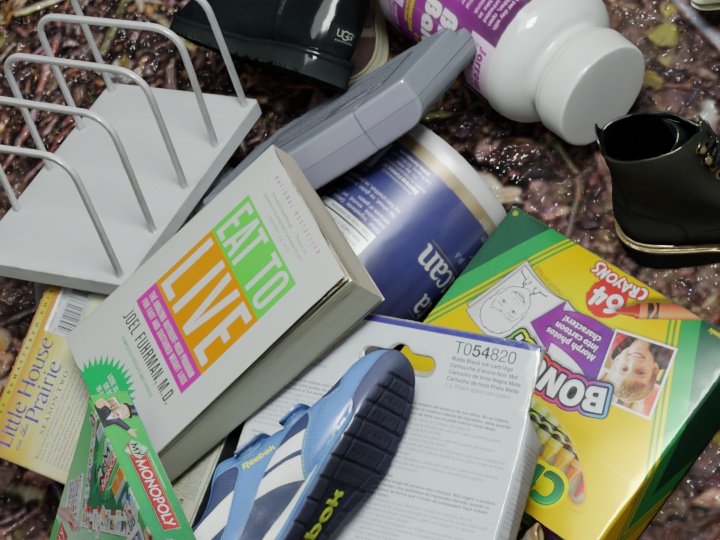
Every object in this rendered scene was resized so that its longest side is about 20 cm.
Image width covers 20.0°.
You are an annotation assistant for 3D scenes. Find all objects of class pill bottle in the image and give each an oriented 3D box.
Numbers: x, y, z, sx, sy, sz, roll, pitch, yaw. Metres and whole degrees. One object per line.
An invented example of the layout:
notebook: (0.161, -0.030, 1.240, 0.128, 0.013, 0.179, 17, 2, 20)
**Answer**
pill bottle: (0.000, 0.000, 1.433, 0.200, 0.111, 0.111, -45, 57, -6)
pill bottle: (0.111, -0.178, 1.487, 0.112, 0.112, 0.200, -43, 56, -6)

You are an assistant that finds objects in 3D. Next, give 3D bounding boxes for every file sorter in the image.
file sorter: (-0.189, -0.102, 1.454, 0.138, 0.125, 0.201, 9, 48, 29)

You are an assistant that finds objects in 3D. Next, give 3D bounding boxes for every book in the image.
book: (-0.095, 0.030, 1.343, 0.200, 0.048, 0.134, -42, 53, 14)

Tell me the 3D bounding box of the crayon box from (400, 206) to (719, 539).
crayon box: (0.132, 0.079, 1.370, 0.199, 0.058, 0.173, 32, 77, 31)

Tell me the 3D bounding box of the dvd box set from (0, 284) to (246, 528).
dvd box set: (-0.158, 0.088, 1.402, 0.199, 0.029, 0.147, 16, 80, 34)

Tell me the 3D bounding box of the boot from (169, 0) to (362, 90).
boot: (-0.049, -0.232, 1.518, 0.199, 0.076, 0.169, 20, 91, 50)

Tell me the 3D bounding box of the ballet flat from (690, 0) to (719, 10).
ballet flat: (0.281, -0.189, 1.449, 0.075, 0.068, 0.200, -22, 55, -23)

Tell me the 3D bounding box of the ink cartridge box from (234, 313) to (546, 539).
ink cartridge box: (0.011, 0.131, 1.297, 0.198, 0.041, 0.202, 10, 76, 27)

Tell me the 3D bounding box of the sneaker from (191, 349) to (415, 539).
sneaker: (-0.044, 0.124, 1.259, 0.082, 0.074, 0.200, 36, 87, 33)

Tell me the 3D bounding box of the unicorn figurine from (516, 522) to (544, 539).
unicorn figurine: (0.055, 0.200, 1.320, 0.136, 0.074, 0.202, -13, 65, 27)

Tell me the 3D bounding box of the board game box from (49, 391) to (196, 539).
board game box: (-0.159, 0.195, 1.315, 0.029, 0.201, 0.135, -7, 48, -28)

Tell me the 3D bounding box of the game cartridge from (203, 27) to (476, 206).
game cartridge: (-0.017, -0.096, 1.441, 0.199, 0.041, 0.133, -29, 9, 35)

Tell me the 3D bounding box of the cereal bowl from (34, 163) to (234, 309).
cereal bowl: (-0.157, -0.008, 1.515, 0.198, 0.083, 0.202, -9, 60, 15)

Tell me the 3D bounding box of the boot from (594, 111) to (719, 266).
boot: (0.259, -0.064, 1.352, 0.198, 0.139, 0.078, -12, 59, 13)

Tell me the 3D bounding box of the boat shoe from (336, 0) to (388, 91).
boat shoe: (-0.020, -0.235, 1.597, 0.071, 0.065, 0.201, -14, 59, 13)
